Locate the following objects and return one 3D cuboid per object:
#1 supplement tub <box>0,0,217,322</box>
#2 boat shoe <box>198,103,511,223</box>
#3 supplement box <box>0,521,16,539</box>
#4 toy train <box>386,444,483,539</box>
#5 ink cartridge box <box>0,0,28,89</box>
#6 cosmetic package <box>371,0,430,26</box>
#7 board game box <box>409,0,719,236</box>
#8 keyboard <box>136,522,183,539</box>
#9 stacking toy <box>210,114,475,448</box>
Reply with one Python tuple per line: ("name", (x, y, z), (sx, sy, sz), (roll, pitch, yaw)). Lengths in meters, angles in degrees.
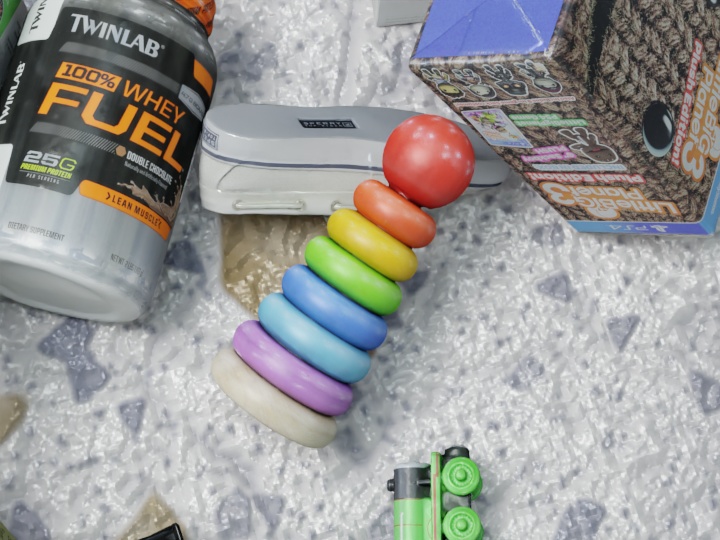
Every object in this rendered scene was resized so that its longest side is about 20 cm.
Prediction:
("supplement tub", (-0.157, -0.081, 0.937), (0.121, 0.123, 0.202), (14, 74, 1))
("boat shoe", (-0.004, -0.056, 0.970), (0.198, 0.070, 0.071), (0, 29, -22))
("supplement box", (-0.240, 0.175, 0.789), (0.134, 0.200, 0.200), (-41, 98, -8))
("toy train", (0.044, 0.201, 0.912), (0.056, 0.042, 0.202), (-2, 74, 7))
("ink cartridge box", (-0.263, -0.082, 0.918), (0.083, 0.146, 0.202), (14, 74, 1))
("cosmetic package", (0.048, -0.270, 1.022), (0.107, 0.085, 0.202), (-5, 75, -4))
("board game box", (0.141, -0.136, 0.916), (0.096, 0.200, 0.161), (4, 67, 41))
("keyboard", (-0.089, 0.247, 0.900), (0.103, 0.040, 0.202), (-23, 76, 15))
("stacking toy", (0.000, 0.000, 0.912), (0.085, 0.085, 0.201), (35, 94, 7))
